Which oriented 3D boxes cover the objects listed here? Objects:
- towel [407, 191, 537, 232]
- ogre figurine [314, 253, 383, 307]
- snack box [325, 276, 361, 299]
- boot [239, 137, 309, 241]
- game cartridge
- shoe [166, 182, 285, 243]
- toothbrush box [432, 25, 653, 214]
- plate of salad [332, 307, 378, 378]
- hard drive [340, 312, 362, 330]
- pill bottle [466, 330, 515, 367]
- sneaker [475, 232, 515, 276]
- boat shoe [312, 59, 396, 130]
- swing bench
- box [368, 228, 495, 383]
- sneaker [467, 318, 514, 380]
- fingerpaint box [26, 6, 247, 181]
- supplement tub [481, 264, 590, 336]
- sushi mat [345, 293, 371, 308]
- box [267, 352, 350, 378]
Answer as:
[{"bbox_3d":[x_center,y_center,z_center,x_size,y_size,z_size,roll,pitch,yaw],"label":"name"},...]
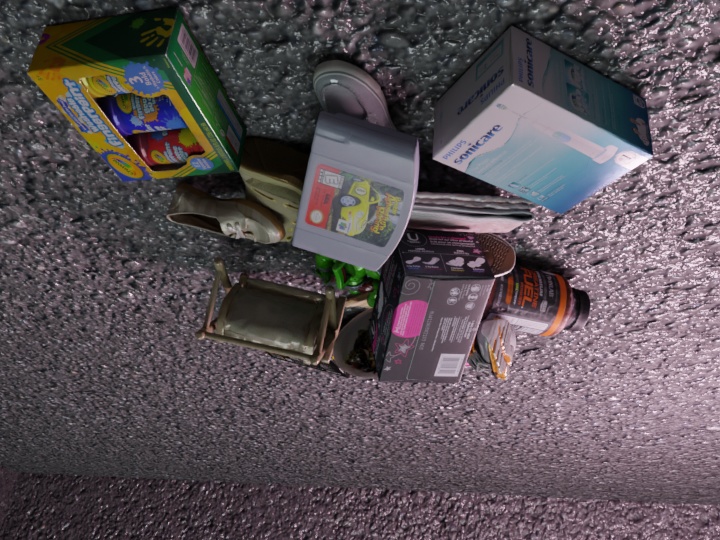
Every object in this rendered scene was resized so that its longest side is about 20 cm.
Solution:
[{"bbox_3d":[0.122,-0.076,0.935,0.198,0.032,0.191,4,178,0],"label":"towel"},{"bbox_3d":[0.000,0.000,1.087,0.098,0.200,0.120,-40,144,-10],"label":"ogre figurine"},{"bbox_3d":[0.037,0.010,1.189,0.199,0.024,0.072,-18,146,36],"label":"snack box"},{"bbox_3d":[-0.075,-0.089,0.948,0.199,0.073,0.156,20,152,4],"label":"boot"},{"bbox_3d":[-0.004,-0.085,0.823,0.132,0.041,0.201,14,135,-3],"label":"game cartridge"},{"bbox_3d":[-0.192,-0.070,0.969,0.199,0.054,0.070,19,151,28],"label":"shoe"},{"bbox_3d":[0.202,-0.160,0.781,0.199,0.086,0.146,17,150,-22],"label":"toothbrush box"},{"bbox_3d":[0.046,0.101,1.138,0.199,0.200,0.048,-6,123,20],"label":"plate of salad"},{"bbox_3d":[0.034,0.147,1.424,0.199,0.043,0.134,29,144,-35],"label":"hard drive"},{"bbox_3d":[0.183,0.109,1.254,0.199,0.114,0.113,24,146,-32],"label":"pill bottle"},{"bbox_3d":[0.139,-0.034,1.066,0.199,0.073,0.085,8,-175,-14],"label":"sneaker"},{"bbox_3d":[0.004,-0.163,0.823,0.070,0.072,0.201,-8,149,23],"label":"boat shoe"},{"bbox_3d":[-0.139,0.075,1.143,0.198,0.131,0.200,12,173,6],"label":"swing bench"},{"bbox_3d":[0.095,0.051,0.989,0.131,0.115,0.201,2,128,-12],"label":"box"},{"bbox_3d":[0.202,0.128,1.118,0.077,0.079,0.200,13,158,20],"label":"sneaker"},{"bbox_3d":[-0.249,-0.193,0.806,0.166,0.074,0.200,-2,151,13],"label":"fingerpaint box"},{"bbox_3d":[0.273,0.048,1.137,0.199,0.108,0.107,11,151,-13],"label":"supplement tub"},{"bbox_3d":[0.057,0.040,1.205,0.095,0.012,0.200,7,159,-35],"label":"sushi mat"},{"bbox_3d":[-0.125,0.149,1.396,0.199,0.050,0.160,10,154,27],"label":"box"}]
